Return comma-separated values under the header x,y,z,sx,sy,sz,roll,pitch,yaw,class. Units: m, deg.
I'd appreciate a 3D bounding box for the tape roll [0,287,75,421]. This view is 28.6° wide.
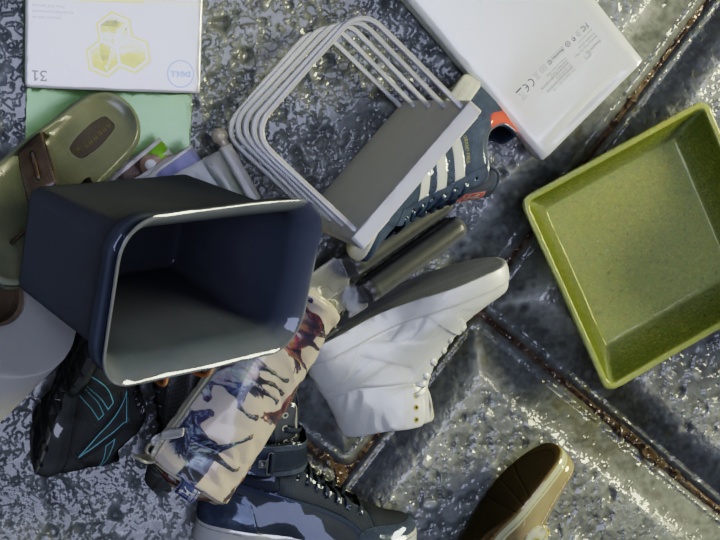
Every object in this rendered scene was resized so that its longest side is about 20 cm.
x,y,z,sx,sy,sz,roll,pitch,yaw,class
-0.335,0.037,1.058,0.202,0.203,0.139,40,115,-16,tape roll

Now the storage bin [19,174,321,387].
x,y,z,sx,sy,sz,roll,pitch,yaw,class
-0.150,0.000,1.048,0.199,0.134,0.146,-10,118,-48,storage bin

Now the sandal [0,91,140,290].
x,y,z,sx,sy,sz,roll,pitch,yaw,class
-0.235,-0.072,1.078,0.080,0.057,0.201,43,56,-17,sandal

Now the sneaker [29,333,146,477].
x,y,z,sx,sy,sz,roll,pitch,yaw,class
-0.213,0.091,1.161,0.079,0.076,0.200,8,130,-26,sneaker

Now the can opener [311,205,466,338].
x,y,z,sx,sy,sz,roll,pitch,yaw,class
0.000,0.000,1.241,0.200,0.067,0.054,-35,103,-21,can opener

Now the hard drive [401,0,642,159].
x,y,z,sx,sy,sz,roll,pitch,yaw,class
0.142,-0.217,1.254,0.132,0.026,0.200,-44,105,-5,hard drive

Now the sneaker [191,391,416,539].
x,y,z,sx,sy,sz,roll,pitch,yaw,class
-0.038,0.175,1.235,0.201,0.077,0.147,7,98,-14,sneaker

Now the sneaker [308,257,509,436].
x,y,z,sx,sy,sz,roll,pitch,yaw,class
0.055,0.073,1.252,0.199,0.074,0.116,-25,104,0,sneaker

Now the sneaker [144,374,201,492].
x,y,z,sx,sy,sz,roll,pitch,yaw,class
-0.154,0.087,1.203,0.090,0.066,0.201,24,89,-10,sneaker

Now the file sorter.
x,y,z,sx,sy,sz,roll,pitch,yaw,class
-0.018,-0.118,1.139,0.124,0.200,0.139,43,86,-14,file sorter

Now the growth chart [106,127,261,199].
x,y,z,sx,sy,sz,roll,pitch,yaw,class
-0.173,-0.035,1.168,0.199,0.018,0.145,-24,89,1,growth chart

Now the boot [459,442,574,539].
x,y,z,sx,sy,sz,roll,pitch,yaw,class
0.173,0.273,1.305,0.154,0.072,0.201,32,94,-15,boot

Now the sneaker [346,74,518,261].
x,y,z,sx,sy,sz,roll,pitch,yaw,class
0.068,-0.073,1.206,0.084,0.075,0.200,39,70,-8,sneaker

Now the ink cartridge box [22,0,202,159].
x,y,z,sx,sy,sz,roll,pitch,yaw,class
-0.206,-0.150,1.166,0.145,0.048,0.201,1,95,-15,ink cartridge box

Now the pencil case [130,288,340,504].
x,y,z,sx,sy,sz,roll,pitch,yaw,class
-0.097,0.091,1.141,0.089,0.078,0.201,36,84,-47,pencil case

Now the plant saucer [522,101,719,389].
x,y,z,sx,sy,sz,roll,pitch,yaw,class
0.263,-0.025,1.300,0.199,0.048,0.200,-28,103,-9,plant saucer
